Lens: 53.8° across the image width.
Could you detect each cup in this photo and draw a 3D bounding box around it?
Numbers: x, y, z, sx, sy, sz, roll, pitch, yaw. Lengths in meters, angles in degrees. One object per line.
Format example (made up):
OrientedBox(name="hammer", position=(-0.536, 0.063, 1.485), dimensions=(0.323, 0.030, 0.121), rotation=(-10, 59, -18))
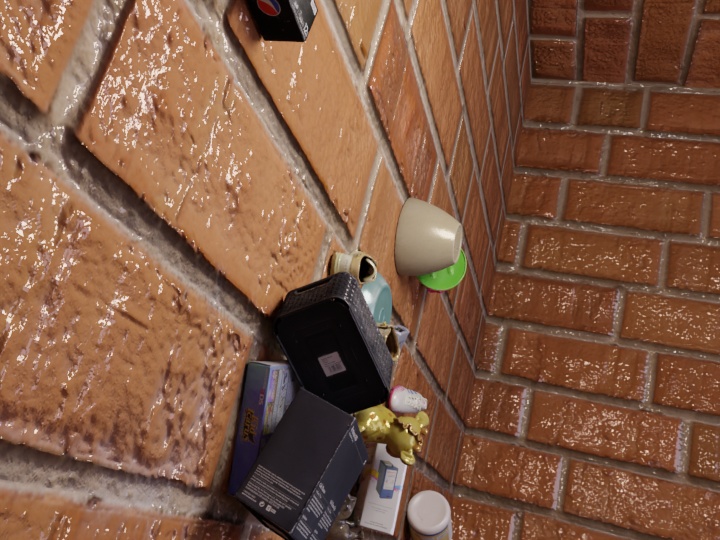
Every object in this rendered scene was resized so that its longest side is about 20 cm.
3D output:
OrientedBox(name="cup", position=(0.184, -0.078, 1.827), dimensions=(0.200, 0.140, 0.206), rotation=(8, 90, -72))

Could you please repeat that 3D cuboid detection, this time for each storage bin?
OrientedBox(name="storage bin", position=(-0.041, 0.124, 1.151), dimensions=(0.094, 0.133, 0.203), rotation=(-73, 141, -65))

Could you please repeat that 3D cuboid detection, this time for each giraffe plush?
OrientedBox(name="giraffe plush", position=(0.059, 0.337, 1.522), dimensions=(0.200, 0.159, 0.176), rotation=(97, 17, -77))

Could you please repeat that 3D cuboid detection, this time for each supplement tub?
OrientedBox(name="supplement tub", position=(0.229, 0.835, 2.332), dimensions=(0.203, 0.141, 0.146), rotation=(80, 26, -43))

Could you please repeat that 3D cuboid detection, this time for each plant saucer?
OrientedBox(name="plant saucer", position=(0.035, 0.104, 1.626), dimensions=(0.199, 0.035, 0.205), rotation=(8, 90, -72))

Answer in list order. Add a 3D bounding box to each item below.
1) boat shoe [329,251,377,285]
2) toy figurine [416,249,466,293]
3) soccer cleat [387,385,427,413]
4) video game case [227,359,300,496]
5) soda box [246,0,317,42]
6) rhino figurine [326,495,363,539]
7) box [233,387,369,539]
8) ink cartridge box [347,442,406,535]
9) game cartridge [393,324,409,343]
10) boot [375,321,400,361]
OrientedBox(name="boat shoe", position=(0.000, 0.000, 1.431), dimensions=(0.199, 0.065, 0.076), rotation=(-8, 105, -71))
OrientedBox(name="toy figurine", position=(0.216, -0.016, 2.033), dimensions=(0.185, 0.146, 0.205), rotation=(82, -4, -72))
OrientedBox(name="soccer cleat", position=(0.134, 0.355, 1.942), dimensions=(0.200, 0.084, 0.072), rotation=(26, 73, -70))
OrientedBox(name="video game case", position=(-0.140, 0.249, 1.150), dimensions=(0.181, 0.044, 0.205), rotation=(19, 79, -72))
OrientedBox(name="soda box", position=(-0.119, -0.391, 0.910), dimensions=(0.201, 0.069, 0.064), rotation=(66, 38, -57))
OrientedBox(name="rhino figurine", position=(-0.039, 0.566, 1.531), dimensions=(0.060, 0.085, 0.205), rotation=(-142, -129, -65))
OrientedBox(name="box", position=(-0.081, 0.313, 1.085), dimensions=(0.184, 0.103, 0.201), rotation=(-56, 158, -24))
OrientedBox(name="ink cartridge box", position=(0.043, 0.497, 1.656), dimensions=(0.145, 0.086, 0.204), rotation=(131, -24, -71))
OrientedBox(name="game cartridge", position=(0.062, 0.196, 1.664), dimensions=(0.136, 0.040, 0.200), rotation=(-66, 169, 2))
OrientedBox(name="boot", position=(-0.023, 0.101, 1.248), dimensions=(0.201, 0.152, 0.074), rotation=(54, 51, -49))
